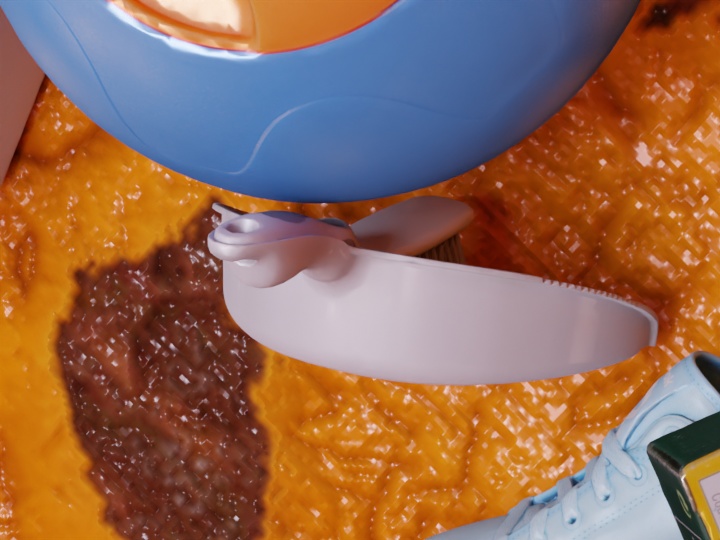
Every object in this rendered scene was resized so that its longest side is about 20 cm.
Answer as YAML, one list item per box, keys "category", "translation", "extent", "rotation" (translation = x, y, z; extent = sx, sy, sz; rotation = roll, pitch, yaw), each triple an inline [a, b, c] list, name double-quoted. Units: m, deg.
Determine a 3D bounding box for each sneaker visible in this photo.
- category: "sneaker"
  translation: [0.095, 0.066, 0.891]
  extent: [0.199, 0.074, 0.082]
  rotation: [-13, 101, 16]

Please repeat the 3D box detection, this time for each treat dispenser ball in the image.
- category: "treat dispenser ball"
  translation: [-0.011, -0.119, 0.798]
  extent: [0.200, 0.201, 0.202]
  rotation: [8, 110, 22]

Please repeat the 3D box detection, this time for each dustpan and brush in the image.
- category: "dustpan and brush"
  translation: [0.000, 0.000, 0.838]
  extent: [0.139, 0.200, 0.058]
  rotation: [13, 104, 21]

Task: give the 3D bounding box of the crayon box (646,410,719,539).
- category: "crayon box"
  translation: [0.198, 0.069, 0.818]
  extent: [0.199, 0.052, 0.126]
  rotation: [-24, 98, -3]

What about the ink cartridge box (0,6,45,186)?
- category: "ink cartridge box"
  translation: [-0.207, -0.115, 0.920]
  extent: [0.199, 0.147, 0.145]
  rotation: [31, 117, 12]
